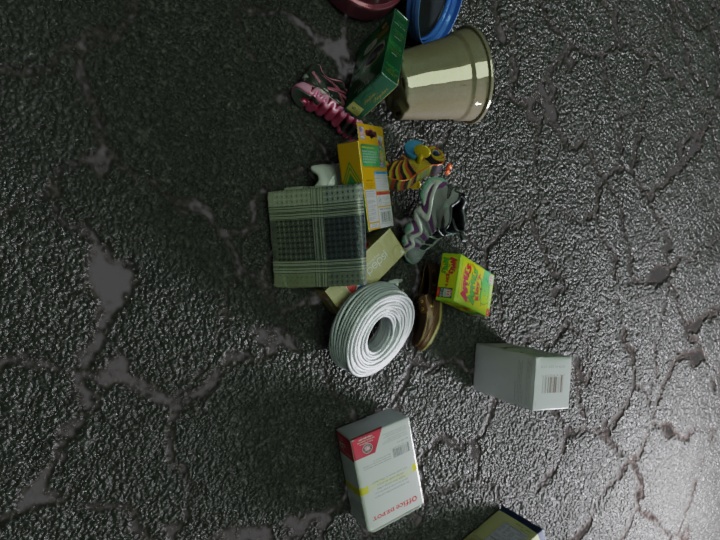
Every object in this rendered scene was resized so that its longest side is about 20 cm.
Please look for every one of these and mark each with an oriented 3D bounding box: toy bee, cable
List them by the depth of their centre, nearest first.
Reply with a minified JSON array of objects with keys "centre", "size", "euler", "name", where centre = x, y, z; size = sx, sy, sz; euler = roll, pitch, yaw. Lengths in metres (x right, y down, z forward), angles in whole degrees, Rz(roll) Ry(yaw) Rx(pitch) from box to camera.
[{"centre":[0.026,0.121,1.069],"size":[0.198,0.069,0.203],"euler":[-4,115,-46],"name":"cable"},{"centre":[0.139,-0.235,1.124],"size":[0.108,0.131,0.201],"euler":[37,85,15],"name":"toy bee"}]

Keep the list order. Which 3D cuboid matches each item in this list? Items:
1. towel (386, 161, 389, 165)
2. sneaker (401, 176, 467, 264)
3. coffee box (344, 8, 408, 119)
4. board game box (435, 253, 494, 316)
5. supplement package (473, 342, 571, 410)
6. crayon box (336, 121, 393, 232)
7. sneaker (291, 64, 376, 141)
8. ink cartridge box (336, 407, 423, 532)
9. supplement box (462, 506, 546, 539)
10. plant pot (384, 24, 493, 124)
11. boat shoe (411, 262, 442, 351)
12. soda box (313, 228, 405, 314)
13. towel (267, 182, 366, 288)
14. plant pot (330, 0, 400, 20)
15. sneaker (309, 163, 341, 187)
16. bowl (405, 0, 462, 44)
[{"centre":[-0.014,-0.164,1.110],"size":[0.085,0.018,0.202],"euler":[30,78,-20],"name":"towel"},{"centre":[0.168,-0.082,1.109],"size":[0.077,0.140,0.203],"euler":[-8,123,-40],"name":"sneaker"},{"centre":[0.033,-0.406,1.032],"size":[0.044,0.122,0.202],"euler":[29,52,-27],"name":"coffee box"},{"centre":[0.240,0.037,1.184],"size":[0.199,0.047,0.103],"euler":[23,75,-53],"name":"board game box"},{"centre":[0.372,0.242,1.223],"size":[0.115,0.199,0.119],"euler":[4,90,-28],"name":"supplement package"},{"centre":[0.010,-0.181,1.036],"size":[0.125,0.051,0.204],"euler":[-19,104,-63],"name":"crayon box"},{"centre":[-0.040,-0.342,1.065],"size":[0.199,0.079,0.097],"euler":[30,66,-27],"name":"sneaker"},{"centre":[0.041,0.419,1.113],"size":[0.143,0.083,0.203],"euler":[-13,97,-27],"name":"ink cartridge box"},{"centre":[0.347,0.732,1.257],"size":[0.198,0.134,0.203],"euler":[-24,102,-26],"name":"supplement box"},{"centre":[0.151,-0.401,1.108],"size":[0.181,0.200,0.204],"euler":[-14,98,-16],"name":"plant pot"},{"centre":[0.146,0.078,1.174],"size":[0.067,0.072,0.203],"euler":[24,74,-21],"name":"boat shoe"},{"centre":[0.000,0.000,1.093],"size":[0.200,0.064,0.068],"euler":[-44,110,-20],"name":"soda box"},{"centre":[-0.083,-0.065,1.001],"size":[0.197,0.034,0.196],"euler":[-1,96,17],"name":"towel"},{"centre":[0.032,-0.627,1.022],"size":[0.197,0.178,0.204],"euler":[0,89,-24],"name":"plant pot"},{"centre":[-0.074,-0.117,1.044],"size":[0.098,0.078,0.204],"euler":[2,79,-11],"name":"sneaker"},{"centre":[0.161,-0.585,1.118],"size":[0.201,0.039,0.202],"euler":[-45,151,-34],"name":"bowl"}]
